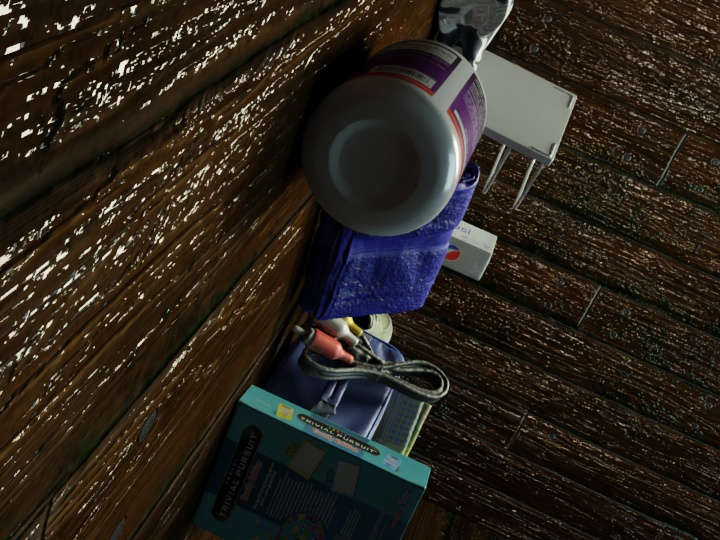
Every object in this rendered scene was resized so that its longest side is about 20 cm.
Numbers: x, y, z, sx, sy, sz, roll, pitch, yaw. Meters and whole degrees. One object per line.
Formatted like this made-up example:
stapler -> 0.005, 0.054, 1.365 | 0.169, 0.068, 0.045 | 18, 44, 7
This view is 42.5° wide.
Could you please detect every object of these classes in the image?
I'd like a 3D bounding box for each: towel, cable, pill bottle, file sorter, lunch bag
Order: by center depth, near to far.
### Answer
pill bottle -> 0.034, -0.110, 0.705 | 0.200, 0.112, 0.113 | -57, 171, -62
towel -> 0.025, -0.024, 0.914 | 0.200, 0.147, 0.050 | 110, -28, -45
cable -> 0.011, 0.097, 1.013 | 0.050, 0.199, 0.097 | -57, -171, 40
lunch bag -> -0.044, 0.155, 1.063 | 0.133, 0.135, 0.200 | 110, 8, -45
towel -> -0.027, 0.193, 1.174 | 0.144, 0.199, 0.023 | -60, 151, -24
file sorter -> 0.159, -0.196, 1.239 | 0.139, 0.199, 0.125 | -62, 179, -39

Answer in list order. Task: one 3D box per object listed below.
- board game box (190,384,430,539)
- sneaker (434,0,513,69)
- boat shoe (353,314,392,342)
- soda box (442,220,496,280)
board game box -> -0.051, 0.226, 0.929 | 0.047, 0.199, 0.151 | -52, 166, -72
sneaker -> 0.146, -0.333, 1.116 | 0.199, 0.079, 0.130 | 97, 12, -63
boat shoe -> -0.002, 0.081, 1.278 | 0.062, 0.072, 0.200 | -48, 164, 24
soda box -> 0.132, -0.060, 1.611 | 0.068, 0.199, 0.064 | -62, 174, -56
